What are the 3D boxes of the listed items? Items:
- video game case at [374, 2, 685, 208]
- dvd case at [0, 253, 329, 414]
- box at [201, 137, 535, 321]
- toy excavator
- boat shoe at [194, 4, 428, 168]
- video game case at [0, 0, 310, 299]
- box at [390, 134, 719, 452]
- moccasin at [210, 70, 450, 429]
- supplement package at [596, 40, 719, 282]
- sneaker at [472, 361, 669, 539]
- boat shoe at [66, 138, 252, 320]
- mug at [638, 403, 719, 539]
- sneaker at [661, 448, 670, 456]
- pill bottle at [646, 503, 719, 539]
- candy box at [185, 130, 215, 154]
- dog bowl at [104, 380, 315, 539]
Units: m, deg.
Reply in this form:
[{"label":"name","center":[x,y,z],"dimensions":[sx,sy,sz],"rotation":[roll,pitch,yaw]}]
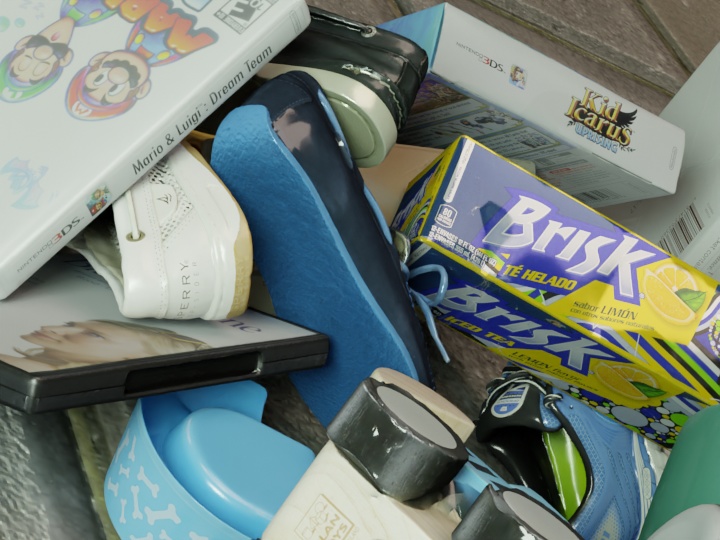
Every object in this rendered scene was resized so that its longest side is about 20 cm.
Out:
[{"label":"video game case","center":[0.052,-0.082,1.188],"dimensions":[0.181,0.200,0.046],"rotation":[22,72,-32]},{"label":"dvd case","center":[-0.123,0.022,0.866],"dimensions":[0.142,0.018,0.200],"rotation":[18,12,30]},{"label":"box","center":[0.008,-0.019,1.085],"dimensions":[0.078,0.095,0.200],"rotation":[0,0,36]},{"label":"toy excavator","center":[0.029,0.103,0.806],"dimensions":[0.194,0.100,0.200],"rotation":[40,10,30]},{"label":"boat shoe","center":[-0.053,-0.108,0.989],"dimensions":[0.199,0.066,0.075],"rotation":[16,-34,36]},{"label":"video game case","center":[-0.152,-0.102,0.907],"dimensions":[0.200,0.182,0.024],"rotation":[37,-18,31]},{"label":"box","center":[0.109,0.017,1.015],"dimensions":[0.200,0.070,0.064],"rotation":[29,63,-12]},{"label":"moccasin","center":[0.000,0.000,0.940],"dimensions":[0.068,0.080,0.200],"rotation":[-57,140,-43]},{"label":"supplement package","center":[0.270,-0.006,1.339],"dimensions":[0.200,0.191,0.147],"rotation":[27,27,-23]},{"label":"sneaker","center":[0.105,0.056,1.072],"dimensions":[0.089,0.078,0.201],"rotation":[4,69,-40]},{"label":"boat shoe","center":[-0.116,-0.043,0.915],"dimensions":[0.069,0.071,0.200],"rotation":[-10,32,-26]},{"label":"mug","center":[0.208,0.158,0.991],"dimensions":[0.152,0.115,0.185],"rotation":[11,-30,26]},{"label":"sneaker","center":[0.162,0.083,1.180],"dimensions":[0.087,0.075,0.200],"rotation":[34,24,-24]},{"label":"pill bottle","center":[0.187,0.190,0.823],"dimensions":[0.200,0.106,0.106],"rotation":[37,24,-6]},{"label":"candy box","center":[-0.132,-0.094,1.094],"dimensions":[0.200,0.057,0.117],"rotation":[13,35,-41]},{"label":"dog bowl","center":[-0.021,0.115,0.884],"dimensions":[0.200,0.050,0.112],"rotation":[29,25,-20]}]
